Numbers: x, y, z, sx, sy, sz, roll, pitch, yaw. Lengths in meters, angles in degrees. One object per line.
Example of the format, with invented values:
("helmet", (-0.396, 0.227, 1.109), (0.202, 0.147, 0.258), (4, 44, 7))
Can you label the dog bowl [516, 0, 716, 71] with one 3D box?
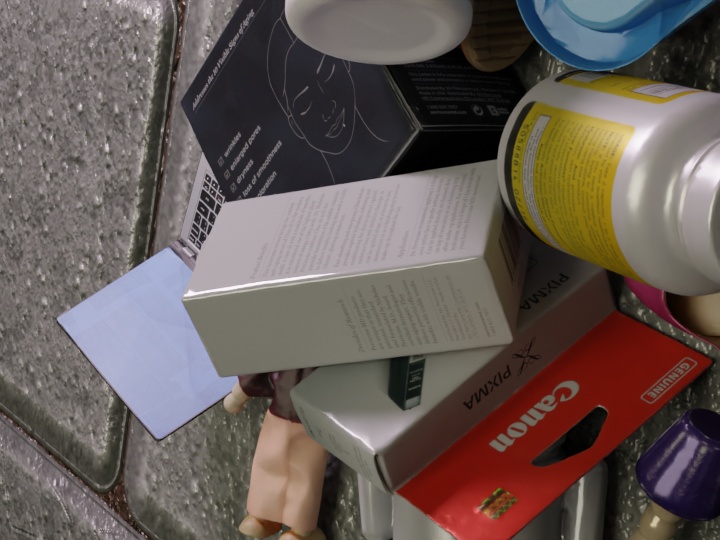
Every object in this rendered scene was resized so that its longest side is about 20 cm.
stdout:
("dog bowl", (0.179, -0.198, 0.943), (0.200, 0.049, 0.112), (-37, 78, 32))

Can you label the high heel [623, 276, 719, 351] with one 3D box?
("high heel", (0.202, 0.023, 0.927), (0.200, 0.095, 0.068), (31, 116, 46))

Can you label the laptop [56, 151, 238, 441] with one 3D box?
("laptop", (-0.138, -0.001, 1.340), (0.187, 0.115, 0.201), (41, 123, 41))

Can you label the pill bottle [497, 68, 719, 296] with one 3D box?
("pill bottle", (0.168, -0.048, 0.921), (0.200, 0.111, 0.112), (-152, 65, -63))

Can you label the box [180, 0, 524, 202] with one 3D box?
("box", (-0.007, -0.109, 1.160), (0.200, 0.123, 0.197), (-51, 56, 39))

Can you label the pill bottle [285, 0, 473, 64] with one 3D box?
("pill bottle", (0.016, -0.239, 1.017), (0.115, 0.115, 0.202), (-18, 63, 51))

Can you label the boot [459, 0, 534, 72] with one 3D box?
("boot", (0.071, -0.246, 1.115), (0.166, 0.072, 0.202), (32, 117, 57))

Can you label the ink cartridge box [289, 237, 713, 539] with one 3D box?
("ink cartridge box", (0.084, 0.065, 1.008), (0.173, 0.200, 0.044), (29, 149, 47))

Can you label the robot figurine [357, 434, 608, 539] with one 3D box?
("robot figurine", (0.077, 0.149, 1.080), (0.168, 0.113, 0.202), (3, 96, 14))

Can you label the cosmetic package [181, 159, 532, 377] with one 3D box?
("cosmetic package", (0.000, 0.000, 1.033), (0.199, 0.102, 0.072), (-7, 127, 21))

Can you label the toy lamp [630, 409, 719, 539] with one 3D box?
("toy lamp", (0.171, 0.171, 0.997), (0.058, 0.058, 0.201), (46, 128, 39))

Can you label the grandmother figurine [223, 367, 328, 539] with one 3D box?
("grandmother figurine", (-0.049, 0.111, 1.282), (0.120, 0.061, 0.202), (15, 102, 9))
